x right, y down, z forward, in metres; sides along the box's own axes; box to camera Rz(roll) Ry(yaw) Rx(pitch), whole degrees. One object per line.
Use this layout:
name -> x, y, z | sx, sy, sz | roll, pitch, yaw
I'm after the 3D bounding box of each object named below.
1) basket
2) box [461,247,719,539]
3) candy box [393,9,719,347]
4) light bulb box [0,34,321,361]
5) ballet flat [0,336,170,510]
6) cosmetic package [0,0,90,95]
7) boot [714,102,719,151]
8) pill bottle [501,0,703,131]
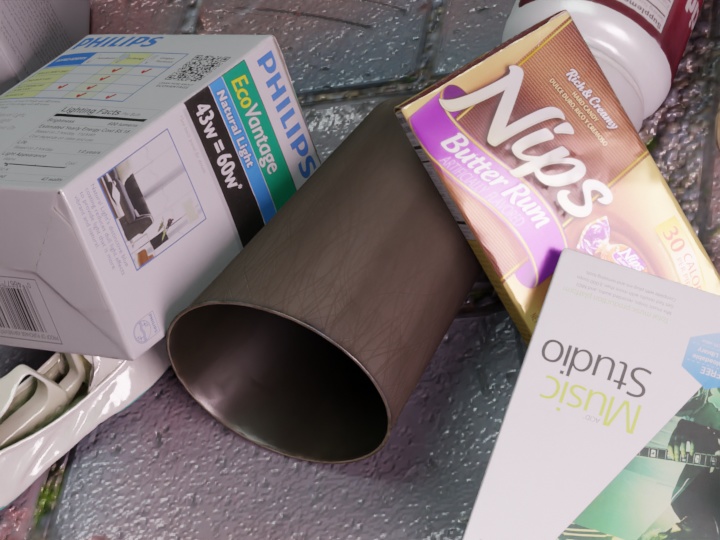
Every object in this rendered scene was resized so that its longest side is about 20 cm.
basket -> 0.000, 0.000, 1.556 | 0.180, 0.136, 0.200 | -10, 36, 51
box -> 0.149, 0.098, 1.404 | 0.144, 0.036, 0.201 | 17, 67, 8
candy box -> 0.119, -0.039, 1.494 | 0.116, 0.201, 0.056 | -30, 5, -3
light bulb box -> -0.162, -0.053, 1.625 | 0.198, 0.125, 0.200 | 6, 35, 45
ballet flat -> -0.190, 0.074, 1.624 | 0.200, 0.070, 0.069 | -42, 46, -15
cosmetic package -> -0.301, -0.164, 1.823 | 0.164, 0.165, 0.201 | -14, 46, 13
boot -> 0.331, -0.117, 1.542 | 0.200, 0.073, 0.166 | -42, 44, -19
pill bottle -> 0.159, -0.166, 1.641 | 0.114, 0.114, 0.200 | 5, 53, 29
